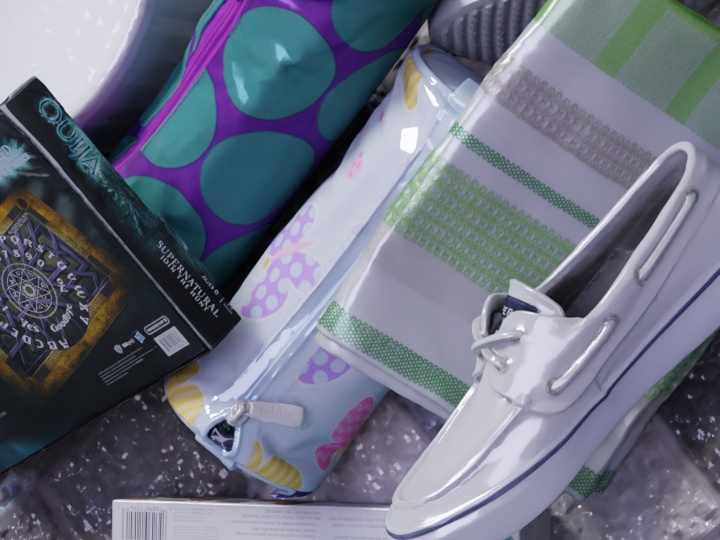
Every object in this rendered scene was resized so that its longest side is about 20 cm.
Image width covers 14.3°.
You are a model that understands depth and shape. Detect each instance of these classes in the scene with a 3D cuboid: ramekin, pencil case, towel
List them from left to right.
[{"bbox_3d":[-0.159,-0.140,1.305,0.200,0.098,0.201,-1,88,25],"label":"ramekin"},{"bbox_3d":[-0.051,-0.075,1.234,0.200,0.092,0.085,-54,37,28],"label":"pencil case"},{"bbox_3d":[0.000,0.000,1.229,0.083,0.091,0.200,43,104,21],"label":"pencil case"},{"bbox_3d":[0.094,-0.014,1.174,0.149,0.031,0.200,31,104,-20],"label":"towel"}]

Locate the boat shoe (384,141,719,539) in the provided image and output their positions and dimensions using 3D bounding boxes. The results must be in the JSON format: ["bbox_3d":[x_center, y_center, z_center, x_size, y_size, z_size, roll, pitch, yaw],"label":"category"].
[{"bbox_3d":[0.075,0.031,1.134,0.200,0.074,0.065,-46,113,-10],"label":"boat shoe"}]

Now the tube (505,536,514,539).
[{"bbox_3d":[0.003,0.159,1.219,0.200,0.077,0.050,-31,32,34],"label":"tube"}]

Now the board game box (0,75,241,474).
[{"bbox_3d":[-0.154,0.009,1.257,0.135,0.028,0.200,50,139,-9],"label":"board game box"}]

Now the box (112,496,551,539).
[{"bbox_3d":[-0.015,0.121,1.258,0.199,0.039,0.042,-1,88,25],"label":"box"}]

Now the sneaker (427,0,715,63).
[{"bbox_3d":[0.114,-0.163,1.207,0.200,0.073,0.115,-21,60,28],"label":"sneaker"}]
